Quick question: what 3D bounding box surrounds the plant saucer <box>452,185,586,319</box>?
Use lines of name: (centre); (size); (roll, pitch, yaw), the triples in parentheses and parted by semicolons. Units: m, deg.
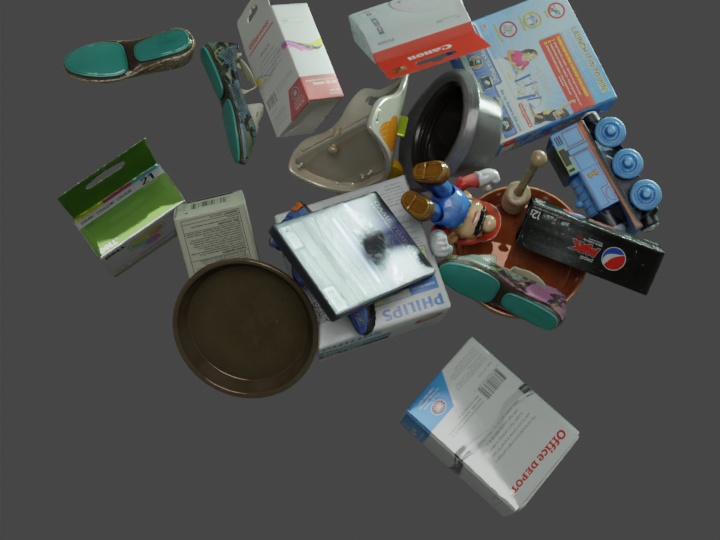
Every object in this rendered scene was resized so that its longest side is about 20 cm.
plant saucer: (0.234, -0.026, 1.564); (0.199, 0.032, 0.202); (0, 77, -1)

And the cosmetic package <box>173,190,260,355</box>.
cosmetic package: (-0.186, 0.002, 1.473); (0.103, 0.087, 0.201); (-12, 107, -4)

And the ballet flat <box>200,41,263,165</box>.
ballet flat: (-0.181, -0.257, 1.598); (0.074, 0.074, 0.201); (-17, 80, -5)

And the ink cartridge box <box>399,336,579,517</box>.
ink cartridge box: (0.176, 0.217, 1.468); (0.200, 0.086, 0.146); (42, 71, 7)

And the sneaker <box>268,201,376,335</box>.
sneaker: (-0.048, 0.007, 1.410); (0.078, 0.075, 0.200); (-37, 74, 5)

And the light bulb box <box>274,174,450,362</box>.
light bulb box: (0.000, 0.000, 1.504); (0.197, 0.125, 0.201); (-17, 78, -6)

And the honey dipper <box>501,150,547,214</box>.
honey dipper: (0.227, -0.126, 1.470); (0.038, 0.200, 0.038); (0, 75, -1)

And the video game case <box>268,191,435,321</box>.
video game case: (-0.007, -0.023, 1.375); (0.200, 0.019, 0.143); (-22, 70, -46)

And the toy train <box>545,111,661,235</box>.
toy train: (0.360, -0.135, 1.571); (0.114, 0.087, 0.201); (-27, 80, 2)

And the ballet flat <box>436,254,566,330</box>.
ballet flat: (0.202, 0.017, 1.508); (0.199, 0.069, 0.071); (24, 49, -3)

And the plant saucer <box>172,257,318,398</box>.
plant saucer: (-0.152, 0.076, 1.424); (0.199, 0.029, 0.201); (3, 109, 7)

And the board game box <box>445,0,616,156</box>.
board game box: (0.256, -0.303, 1.621); (0.195, 0.056, 0.201); (-22, 77, -7)

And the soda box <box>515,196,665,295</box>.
soda box: (0.323, -0.036, 1.510); (0.199, 0.063, 0.071); (22, 105, 4)

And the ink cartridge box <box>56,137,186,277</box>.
ink cartridge box: (-0.322, -0.083, 1.479); (0.147, 0.200, 0.076); (-36, 79, -9)

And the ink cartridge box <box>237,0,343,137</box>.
ink cartridge box: (-0.108, -0.314, 1.578); (0.067, 0.116, 0.201); (-13, 75, -33)

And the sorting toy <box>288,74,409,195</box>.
sorting toy: (0.013, -0.216, 1.551); (0.107, 0.200, 0.181); (35, 58, -26)

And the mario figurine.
mario figurine: (0.143, -0.083, 1.464); (0.123, 0.200, 0.106); (-38, 62, 18)

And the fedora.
fedora: (0.141, -0.195, 1.546); (0.090, 0.200, 0.178); (13, 59, -24)

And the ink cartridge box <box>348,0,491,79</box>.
ink cartridge box: (0.084, -0.357, 1.574); (0.162, 0.200, 0.057); (-20, 118, -6)

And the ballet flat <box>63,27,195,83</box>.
ballet flat: (-0.344, -0.314, 1.606); (0.199, 0.065, 0.071); (-9, 75, -1)
